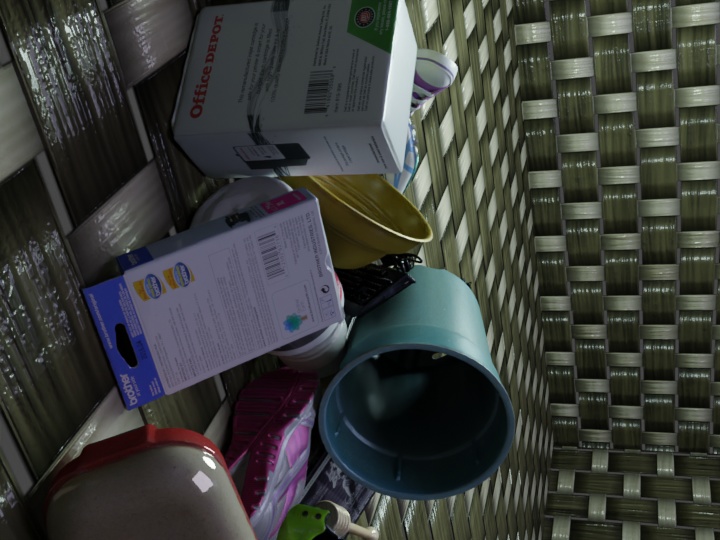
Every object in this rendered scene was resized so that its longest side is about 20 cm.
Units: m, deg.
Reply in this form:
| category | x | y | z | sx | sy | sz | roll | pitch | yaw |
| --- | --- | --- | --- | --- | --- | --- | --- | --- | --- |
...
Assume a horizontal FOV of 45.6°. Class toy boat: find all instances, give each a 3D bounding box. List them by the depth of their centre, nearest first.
| category | x | y | z | sx | sy | sz | roll | pitch | yaw |
| --- | --- | --- | --- | --- | --- | --- | --- | --- | --- |
| toy boat | -0.150 | 0.185 | 0.649 | 0.131 | 0.129 | 0.202 | -115 | -171 | -56 |

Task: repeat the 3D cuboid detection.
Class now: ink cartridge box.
| category | x | y | z | sx | sy | sz | roll | pitch | yaw |
| --- | --- | --- | --- | --- | --- | --- | --- | --- | --- |
| ink cartridge box | -0.116 | 0.022 | 0.700 | 0.042 | 0.198 | 0.121 | 38 | -34 | 53 |
| ink cartridge box | -0.057 | -0.167 | 0.781 | 0.083 | 0.197 | 0.149 | 58 | 37 | -61 |

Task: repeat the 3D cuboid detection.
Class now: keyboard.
| category | x | y | z | sx | sy | sz | roll | pitch | yaw |
| --- | --- | --- | --- | --- | --- | --- | --- | --- | --- |
| keyboard | 0.000 | 0.000 | 0.971 | 0.040 | 0.103 | 0.200 | 61 | -13 | -15 |

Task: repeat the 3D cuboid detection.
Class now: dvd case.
| category | x | y | z | sx | sy | sz | roll | pitch | yaw |
| --- | --- | --- | --- | --- | --- | --- | --- | --- | --- |
| dvd case | -0.017 | 0.249 | 1.050 | 0.149 | 0.016 | 0.200 | -54 | 150 | -14 |

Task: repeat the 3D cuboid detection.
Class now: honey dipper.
| category | x | y | z | sx | sy | sz | roll | pitch | yaw |
| --- | --- | --- | --- | --- | --- | --- | --- | --- | --- |
| honey dipper | -0.011 | 0.321 | 1.065 | 0.200 | 0.037 | 0.039 | 52 | 41 | -60 |

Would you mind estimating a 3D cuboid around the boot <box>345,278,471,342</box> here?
| category | x | y | z | sx | sy | sz | roll | pitch | yaw |
| --- | --- | --- | --- | --- | --- | --- | --- | --- | --- |
| boot | 0.064 | 0.083 | 1.164 | 0.201 | 0.166 | 0.077 | -68 | 150 | -47 |

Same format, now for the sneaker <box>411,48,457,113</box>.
| category | x | y | z | sx | sy | sz | roll | pitch | yaw |
| --- | --- | --- | --- | --- | --- | --- | --- | --- | --- |
| sneaker | 0.055 | -0.219 | 1.155 | 0.072 | 0.200 | 0.116 | 26 | 74 | -21 |

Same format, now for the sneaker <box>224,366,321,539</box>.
| category | x | y | z | sx | sy | sz | roll | pitch | yaw |
| --- | --- | --- | --- | --- | --- | --- | --- | --- | --- |
| sneaker | -0.091 | 0.185 | 0.858 | 0.089 | 0.080 | 0.201 | 72 | 33 | -42 |

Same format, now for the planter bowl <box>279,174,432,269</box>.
| category | x | y | z | sx | sy | sz | roll | pitch | yaw |
| --- | --- | --- | --- | --- | --- | --- | --- | --- | --- |
| planter bowl | -0.026 | -0.061 | 0.919 | 0.084 | 0.200 | 0.200 | -54 | 170 | 18 |

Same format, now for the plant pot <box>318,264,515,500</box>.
| category | x | y | z | sx | sy | sz | roll | pitch | yaw |
| --- | --- | --- | --- | --- | --- | --- | --- | --- | --- |
| plant pot | 0.063 | 0.105 | 0.938 | 0.197 | 0.197 | 0.203 | -81 | 162 | -58 |

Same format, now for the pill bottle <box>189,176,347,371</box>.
| category | x | y | z | sx | sy | sz | roll | pitch | yaw |
| --- | --- | --- | --- | --- | --- | --- | --- | --- | --- |
| pill bottle | -0.079 | 0.013 | 0.836 | 0.201 | 0.109 | 0.112 | 65 | 31 | -50 |

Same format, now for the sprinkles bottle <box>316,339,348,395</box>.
| category | x | y | z | sx | sy | sz | roll | pitch | yaw |
| --- | --- | --- | --- | --- | --- | --- | --- | --- | --- |
| sprinkles bottle | -0.027 | 0.143 | 1.048 | 0.201 | 0.067 | 0.069 | 68 | 28 | -47 |

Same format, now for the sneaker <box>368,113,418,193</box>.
| category | x | y | z | sx | sy | sz | roll | pitch | yaw |
| --- | --- | --- | --- | --- | --- | --- | --- | --- | --- |
| sneaker | 0.021 | -0.117 | 1.029 | 0.072 | 0.072 | 0.202 | 51 | -39 | 48 |

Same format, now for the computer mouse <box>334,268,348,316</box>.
| category | x | y | z | sx | sy | sz | roll | pitch | yaw |
| --- | --- | --- | --- | --- | --- | --- | --- | --- | --- |
| computer mouse | -0.009 | -0.036 | 1.132 | 0.138 | 0.052 | 0.203 | 34 | 57 | -68 |

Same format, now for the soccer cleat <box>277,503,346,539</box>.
| category | x | y | z | sx | sy | sz | roll | pitch | yaw |
| --- | --- | --- | --- | --- | --- | --- | --- | --- | --- |
| soccer cleat | -0.045 | 0.335 | 0.963 | 0.068 | 0.080 | 0.202 | -70 | 152 | -45 |

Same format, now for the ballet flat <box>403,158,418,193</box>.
| category | x | y | z | sx | sy | sz | roll | pitch | yaw |
| --- | --- | --- | --- | --- | --- | --- | --- | --- | --- |
| ballet flat | 0.033 | -0.112 | 1.229 | 0.201 | 0.061 | 0.068 | 108 | -9 | -53 |
